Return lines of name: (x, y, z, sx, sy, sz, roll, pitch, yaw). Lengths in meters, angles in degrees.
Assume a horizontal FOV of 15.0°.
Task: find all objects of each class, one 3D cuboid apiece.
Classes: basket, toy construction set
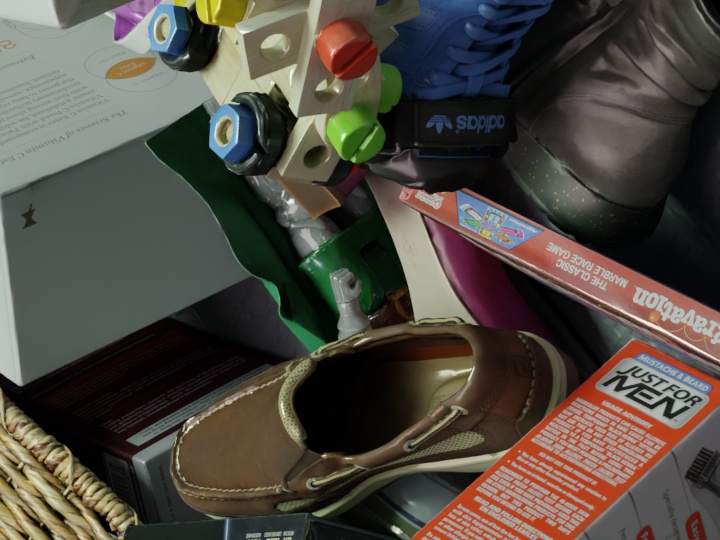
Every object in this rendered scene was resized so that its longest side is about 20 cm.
basket: (-0.188, 0.117, 1.363, 0.200, 0.143, 0.149, 39, 101, 14)
toy construction set: (-0.023, -0.109, 0.963, 0.131, 0.092, 0.200, -60, 29, 29)

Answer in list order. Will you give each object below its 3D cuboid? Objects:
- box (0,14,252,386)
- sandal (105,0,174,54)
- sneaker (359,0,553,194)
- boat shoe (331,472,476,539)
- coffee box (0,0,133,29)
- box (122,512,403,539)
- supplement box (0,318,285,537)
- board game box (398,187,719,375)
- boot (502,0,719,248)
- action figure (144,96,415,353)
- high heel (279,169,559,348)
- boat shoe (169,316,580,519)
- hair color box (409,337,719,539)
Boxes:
box: (-0.168, -0.054, 1.346, 0.200, 0.152, 0.107, 32, 135, 41)
sandal: (-0.106, -0.135, 1.296, 0.202, 0.050, 0.083, 20, 128, 47)
sneaker: (0.046, -0.087, 0.996, 0.200, 0.077, 0.111, -14, 81, 47)
boat shoe: (0.005, 0.104, 1.247, 0.072, 0.062, 0.200, 29, 177, -18)
coffee box: (-0.116, -0.231, 1.104, 0.198, 0.200, 0.200, 14, 123, 51)
box: (0.011, 0.172, 1.199, 0.164, 0.200, 0.086, -12, 65, 56)
supplement box: (-0.120, 0.076, 1.408, 0.200, 0.109, 0.061, 19, 128, 49)
board game box: (0.113, 0.016, 1.057, 0.200, 0.103, 0.019, 29, 89, 43)
boot: (0.071, -0.115, 1.064, 0.200, 0.068, 0.131, 44, 133, 25)
action figure: (0.000, 0.000, 1.210, 0.055, 0.118, 0.200, -26, 99, 48)
high heel: (0.053, -0.016, 1.173, 0.200, 0.096, 0.067, 49, 155, -17)
boat shoe: (-0.010, 0.056, 1.134, 0.202, 0.075, 0.075, -19, 62, 34)
hair color box: (0.072, 0.133, 1.071, 0.064, 0.200, 0.111, 29, 148, 43)
